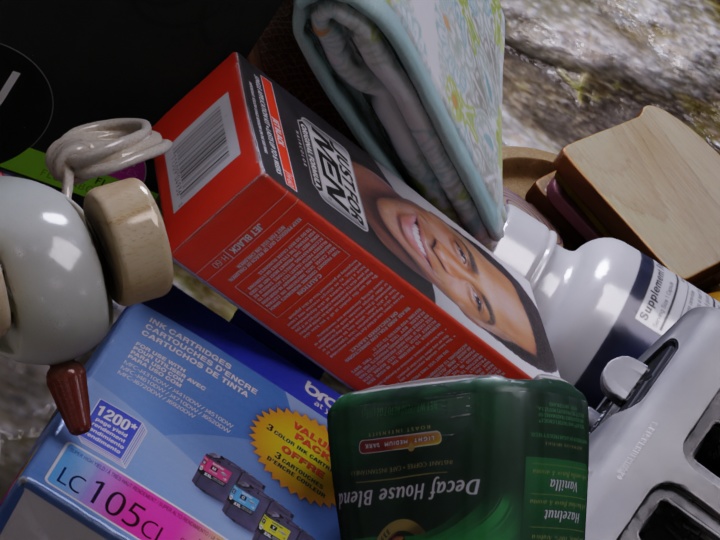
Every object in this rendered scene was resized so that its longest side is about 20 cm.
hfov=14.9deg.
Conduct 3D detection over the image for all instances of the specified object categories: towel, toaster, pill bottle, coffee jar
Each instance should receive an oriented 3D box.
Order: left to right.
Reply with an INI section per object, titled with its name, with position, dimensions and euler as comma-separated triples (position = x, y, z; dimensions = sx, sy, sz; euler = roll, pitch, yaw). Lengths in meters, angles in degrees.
[towel]
position = 0.020, -0.123, 1.305
dimensions = 0.200, 0.048, 0.171
euler = 60, 23, -46
[coffee jar]
position = 0.043, 0.145, 1.104
dimensions = 0.085, 0.104, 0.200
euler = 14, 70, -57
[pill bottle]
position = 0.135, 0.054, 1.372
dimensions = 0.200, 0.111, 0.111
euler = 32, 33, -5
[toaster]
position = 0.159, 0.143, 1.222
dimensions = 0.200, 0.119, 0.181
euler = 37, 60, 6

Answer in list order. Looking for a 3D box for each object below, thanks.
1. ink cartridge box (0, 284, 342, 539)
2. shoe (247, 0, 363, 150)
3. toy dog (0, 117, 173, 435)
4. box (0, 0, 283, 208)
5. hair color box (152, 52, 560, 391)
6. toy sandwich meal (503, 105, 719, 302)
[ink cartridge box]
position = -0.070, 0.092, 1.172
dimensions = 0.136, 0.076, 0.200
euler = 33, 31, -4
[shoe]
position = -0.023, -0.050, 1.320
dimensions = 0.070, 0.053, 0.200
euler = -44, 123, -36
[toy dog]
position = -0.139, 0.007, 1.134
dimensions = 0.132, 0.096, 0.200
euler = -7, 14, -1
[box]
position = -0.140, -0.122, 1.260
dimensions = 0.148, 0.200, 0.124
euler = 20, 36, -24
[hair color box]
position = 0.000, 0.000, 1.234
dimensions = 0.200, 0.061, 0.102
euler = 37, 22, -32
[toy sandwich meal]
position = 0.143, -0.016, 1.505
dimensions = 0.205, 0.070, 0.205
euler = 24, 34, -18
